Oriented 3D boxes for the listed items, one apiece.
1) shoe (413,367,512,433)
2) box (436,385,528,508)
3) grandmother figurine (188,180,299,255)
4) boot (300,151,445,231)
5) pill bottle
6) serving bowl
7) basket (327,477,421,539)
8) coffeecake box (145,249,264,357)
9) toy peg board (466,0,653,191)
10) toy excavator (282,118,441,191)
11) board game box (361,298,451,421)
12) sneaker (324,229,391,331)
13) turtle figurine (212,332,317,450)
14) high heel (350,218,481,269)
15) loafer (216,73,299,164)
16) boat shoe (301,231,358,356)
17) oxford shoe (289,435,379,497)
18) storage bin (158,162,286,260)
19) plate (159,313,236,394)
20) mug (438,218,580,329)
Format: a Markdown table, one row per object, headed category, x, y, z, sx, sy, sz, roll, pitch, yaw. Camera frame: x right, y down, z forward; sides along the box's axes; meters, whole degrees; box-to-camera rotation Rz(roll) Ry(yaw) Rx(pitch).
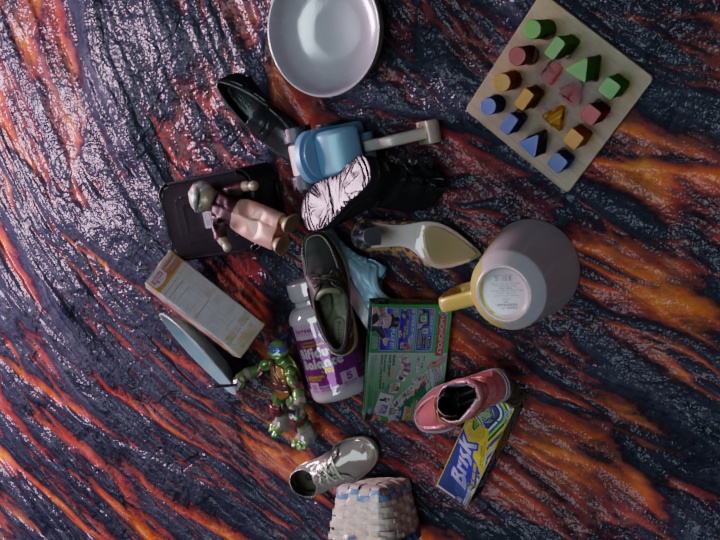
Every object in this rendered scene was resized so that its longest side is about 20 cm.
| category | x | y | z | sx | sy | sz | roll | pitch | yaw |
| --- | --- | --- | --- | --- | --- | --- | --- | --- | --- |
| shoe | 0.134 | 0.204 | 1.392 | 0.199 | 0.090 | 0.073 | -32 | 72 | 41 |
| box | 0.194 | 0.275 | 1.459 | 0.064 | 0.070 | 0.203 | 30 | 114 | 22 |
| grandmother figurine | -0.200 | -0.090 | 1.474 | 0.198 | 0.061 | 0.123 | 27 | 87 | 22 |
| boot | 0.022 | -0.115 | 1.399 | 0.197 | 0.161 | 0.075 | -33 | 65 | 43 |
| pill bottle | -0.056 | 0.109 | 1.521 | 0.111 | 0.112 | 0.203 | -15 | 96 | 29 |
| serving bowl | -0.046 | -0.376 | 1.417 | 0.197 | 0.066 | 0.204 | 8 | 107 | 25 |
| basket | 0.026 | 0.457 | 1.538 | 0.137 | 0.176 | 0.204 | -9 | 80 | 27 |
| coffeecake box | -0.269 | 0.060 | 1.559 | 0.199 | 0.153 | 0.073 | 39 | 79 | -7 |
| toy peg board | 0.264 | -0.244 | 1.274 | 0.199 | 0.098 | 0.200 | 41 | 117 | 13 |
| toy excavator | 0.002 | -0.190 | 1.412 | 0.199 | 0.192 | 0.102 | 4 | 107 | 55 |
| board game box | 0.074 | 0.146 | 1.472 | 0.132 | 0.029 | 0.204 | 1 | 106 | -11 |
| sneaker | 0.000 | 0.000 | 1.501 | 0.081 | 0.074 | 0.202 | -31 | 83 | 0 |
| turtle figurine | -0.154 | 0.229 | 1.559 | 0.141 | 0.201 | 0.196 | -5 | 125 | 13 |
| high heel | 0.085 | -0.047 | 1.453 | 0.196 | 0.143 | 0.073 | 9 | 93 | -10 |
| loafer | -0.163 | -0.247 | 1.508 | 0.201 | 0.070 | 0.068 | 46 | 119 | 9 |
| boat shoe | -0.048 | 0.034 | 1.432 | 0.070 | 0.066 | 0.205 | -14 | 85 | 1 |
| oxford shoe | -0.050 | 0.353 | 1.613 | 0.198 | 0.058 | 0.076 | -29 | 87 | 28 |
| storage bin | -0.236 | -0.101 | 1.571 | 0.197 | 0.093 | 0.138 | -7 | 100 | 29 |
| plate | -0.285 | 0.143 | 1.637 | 0.200 | 0.201 | 0.026 | 43 | 73 | 11 |
| mug | 0.221 | 0.028 | 1.335 | 0.149 | 0.153 | 0.188 | 42 | 118 | 10 |
